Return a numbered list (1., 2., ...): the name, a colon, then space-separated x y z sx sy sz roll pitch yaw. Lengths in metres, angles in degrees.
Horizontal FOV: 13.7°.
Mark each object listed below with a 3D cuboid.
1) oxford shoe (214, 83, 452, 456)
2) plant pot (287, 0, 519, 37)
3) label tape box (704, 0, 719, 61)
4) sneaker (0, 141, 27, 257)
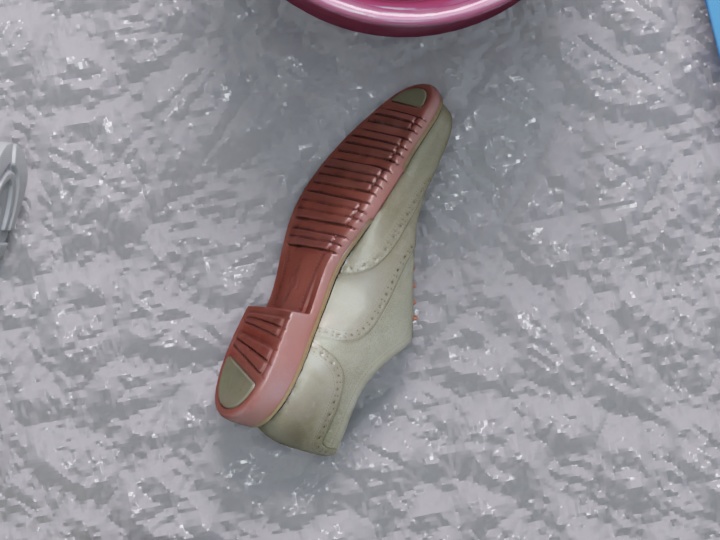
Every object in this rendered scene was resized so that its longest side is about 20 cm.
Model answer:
1. oxford shoe: 0.000 0.000 1.542 0.074 0.071 0.200 31 87 -26
2. plant pot: 0.017 -0.210 1.480 0.200 0.179 0.200 0 89 -3
3. label tape box: 0.273 -0.150 1.500 0.200 0.066 0.144 -14 88 29
4. sneaker: -0.240 0.016 1.528 0.080 0.076 0.200 21 84 10
